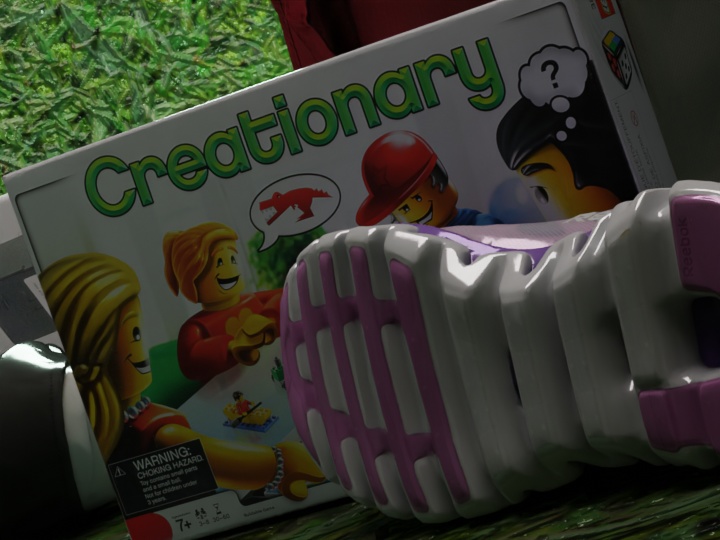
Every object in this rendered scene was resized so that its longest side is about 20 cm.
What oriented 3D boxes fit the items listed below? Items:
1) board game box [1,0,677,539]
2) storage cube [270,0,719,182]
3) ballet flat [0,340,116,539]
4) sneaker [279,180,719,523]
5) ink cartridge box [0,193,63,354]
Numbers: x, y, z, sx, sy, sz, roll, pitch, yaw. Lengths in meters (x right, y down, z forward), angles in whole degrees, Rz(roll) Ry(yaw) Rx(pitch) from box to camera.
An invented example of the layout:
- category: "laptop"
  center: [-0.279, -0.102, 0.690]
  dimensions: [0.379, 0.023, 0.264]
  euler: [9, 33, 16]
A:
- category: "board game box"
  center: [0.000, 0.000, 0.870]
  dimensions: [0.200, 0.127, 0.035]
  euler: [-18, 4, 26]
- category: "storage cube"
  center: [0.083, -0.126, 0.953]
  dimensions: [0.200, 0.171, 0.180]
  euler: [-29, 18, -29]
- category: "ballet flat"
  center: [-0.098, 0.053, 1.070]
  dimensions: [0.068, 0.068, 0.200]
  euler: [-10, 6, 10]
- category: "sneaker"
  center: [0.063, 0.017, 0.766]
  dimensions: [0.088, 0.081, 0.200]
  euler: [-15, 4, -44]
- category: "ink cartridge box"
  center: [-0.149, 0.029, 1.233]
  dimensions: [0.200, 0.084, 0.146]
  euler: [-22, -12, -27]
